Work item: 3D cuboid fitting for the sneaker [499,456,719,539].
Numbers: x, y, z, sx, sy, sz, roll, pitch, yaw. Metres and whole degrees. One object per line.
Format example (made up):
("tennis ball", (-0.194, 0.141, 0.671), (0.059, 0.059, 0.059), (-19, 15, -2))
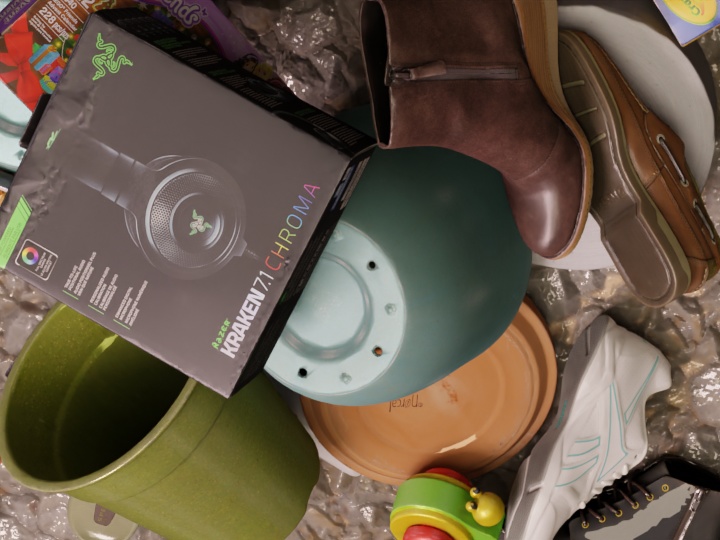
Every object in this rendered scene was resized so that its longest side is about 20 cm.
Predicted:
("sneaker", (0.188, 0.187, 1.649), (0.198, 0.075, 0.107), (11, 110, -4))

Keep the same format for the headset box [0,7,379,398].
("headset box", (-0.119, -0.049, 1.335), (0.199, 0.093, 0.175), (30, 103, 6))

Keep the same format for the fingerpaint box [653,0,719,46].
("fingerpaint box", (0.234, -0.282, 1.419), (0.166, 0.073, 0.201), (-31, 105, 20))

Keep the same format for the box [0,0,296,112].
("box", (-0.143, -0.126, 1.411), (0.137, 0.039, 0.200), (-44, 120, 0))

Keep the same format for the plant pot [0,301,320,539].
("plant pot", (-0.130, 0.118, 1.554), (0.199, 0.201, 0.190), (-29, 132, 20))

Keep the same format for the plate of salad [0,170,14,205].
("plate of salad", (-0.267, -0.041, 1.556), (0.199, 0.200, 0.048), (20, 83, 0))

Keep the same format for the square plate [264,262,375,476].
("square plate", (-0.038, 0.045, 1.640), (0.197, 0.028, 0.201), (31, 116, -5))

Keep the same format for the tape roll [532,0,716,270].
("tape roll", (0.155, -0.103, 1.519), (0.198, 0.066, 0.202), (4, 116, 8))

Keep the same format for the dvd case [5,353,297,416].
("dvd case", (-0.167, 0.098, 1.675), (0.199, 0.016, 0.149), (37, 129, -9))

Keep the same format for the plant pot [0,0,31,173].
("plant pot", (-0.217, -0.157, 1.505), (0.199, 0.161, 0.202), (4, 115, 7))

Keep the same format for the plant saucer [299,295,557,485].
("plant saucer", (0.052, 0.085, 1.615), (0.198, 0.032, 0.202), (-1, 121, -2))

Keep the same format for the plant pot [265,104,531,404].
("plant pot", (0.000, 0.000, 1.463), (0.199, 0.161, 0.202), (7, 108, 20))

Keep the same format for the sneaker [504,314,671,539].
("sneaker", (0.172, 0.139, 1.595), (0.080, 0.070, 0.201), (26, 90, -12))

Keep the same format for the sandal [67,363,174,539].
("sandal", (-0.190, 0.149, 1.670), (0.079, 0.057, 0.202), (17, 123, 6))

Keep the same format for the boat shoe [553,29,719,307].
("boat shoe", (0.183, -0.076, 1.456), (0.072, 0.068, 0.201), (-20, 94, 54))

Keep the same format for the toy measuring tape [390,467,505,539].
("toy measuring tape", (0.033, 0.197, 1.647), (0.199, 0.074, 0.074), (-22, 111, 46))

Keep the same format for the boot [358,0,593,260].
("boot", (0.070, -0.093, 1.389), (0.072, 0.166, 0.202), (2, 104, 48))
